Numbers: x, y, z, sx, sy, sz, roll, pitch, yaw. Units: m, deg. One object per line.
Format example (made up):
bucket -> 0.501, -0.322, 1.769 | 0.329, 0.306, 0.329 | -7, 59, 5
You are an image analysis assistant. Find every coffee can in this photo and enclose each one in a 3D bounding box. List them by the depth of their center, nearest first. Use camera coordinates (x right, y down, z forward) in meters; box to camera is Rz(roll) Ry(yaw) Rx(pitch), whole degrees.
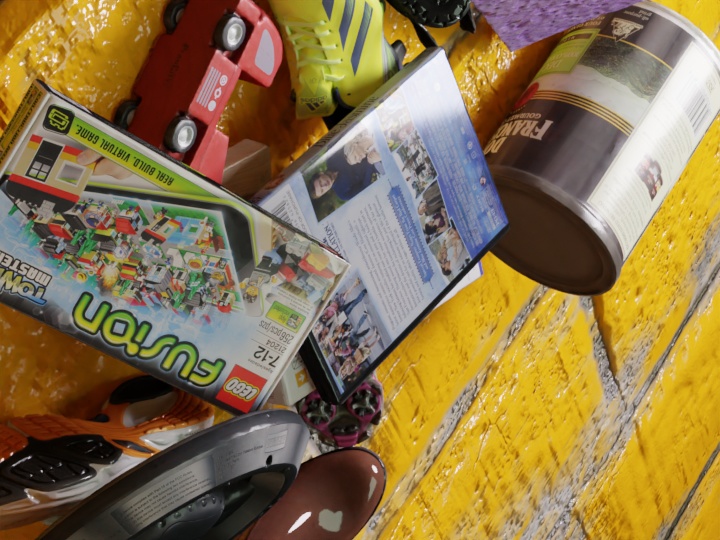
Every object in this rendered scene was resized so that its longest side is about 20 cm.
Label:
coffee can -> 0.189, -0.101, 1.176 | 0.200, 0.146, 0.146 | -54, 145, -21

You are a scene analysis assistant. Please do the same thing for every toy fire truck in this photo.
toy fire truck -> -0.092, -0.058, 0.876 | 0.141, 0.049, 0.200 | 34, 79, -58

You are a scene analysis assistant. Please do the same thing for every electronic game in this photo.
electronic game -> -0.116, 0.142, 0.833 | 0.200, 0.042, 0.200 | -31, 163, -10

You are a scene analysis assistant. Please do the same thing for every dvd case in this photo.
dvd case -> 0.015, -0.031, 0.915 | 0.200, 0.018, 0.143 | -44, 123, -35

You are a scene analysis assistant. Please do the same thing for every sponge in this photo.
sponge -> 0.140, -0.203, 1.033 | 0.200, 0.111, 0.030 | 8, 64, -76

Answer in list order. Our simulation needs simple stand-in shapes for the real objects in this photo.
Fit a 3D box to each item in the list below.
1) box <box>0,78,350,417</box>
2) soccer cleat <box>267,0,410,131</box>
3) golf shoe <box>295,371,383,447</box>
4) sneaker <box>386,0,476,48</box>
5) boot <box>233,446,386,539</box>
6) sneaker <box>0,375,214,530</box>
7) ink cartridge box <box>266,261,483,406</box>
box -> -0.114, -0.006, 0.787 | 0.200, 0.035, 0.110 | 29, 94, -29
soccer cleat -> -0.022, -0.137, 0.907 | 0.084, 0.065, 0.200 | -60, 153, -10
golf shoe -> -0.026, 0.018, 1.017 | 0.092, 0.073, 0.200 | -108, -165, -74
sneaker -> 0.011, -0.214, 0.923 | 0.060, 0.104, 0.200 | -39, 110, 4
boot -> -0.062, 0.178, 0.922 | 0.188, 0.069, 0.200 | -26, 177, -3
sneaker -> -0.166, 0.133, 0.862 | 0.200, 0.076, 0.092 | -14, 125, -51
ink cartridge box -> 0.000, 0.000, 0.938 | 0.200, 0.037, 0.095 | -30, 115, -38
